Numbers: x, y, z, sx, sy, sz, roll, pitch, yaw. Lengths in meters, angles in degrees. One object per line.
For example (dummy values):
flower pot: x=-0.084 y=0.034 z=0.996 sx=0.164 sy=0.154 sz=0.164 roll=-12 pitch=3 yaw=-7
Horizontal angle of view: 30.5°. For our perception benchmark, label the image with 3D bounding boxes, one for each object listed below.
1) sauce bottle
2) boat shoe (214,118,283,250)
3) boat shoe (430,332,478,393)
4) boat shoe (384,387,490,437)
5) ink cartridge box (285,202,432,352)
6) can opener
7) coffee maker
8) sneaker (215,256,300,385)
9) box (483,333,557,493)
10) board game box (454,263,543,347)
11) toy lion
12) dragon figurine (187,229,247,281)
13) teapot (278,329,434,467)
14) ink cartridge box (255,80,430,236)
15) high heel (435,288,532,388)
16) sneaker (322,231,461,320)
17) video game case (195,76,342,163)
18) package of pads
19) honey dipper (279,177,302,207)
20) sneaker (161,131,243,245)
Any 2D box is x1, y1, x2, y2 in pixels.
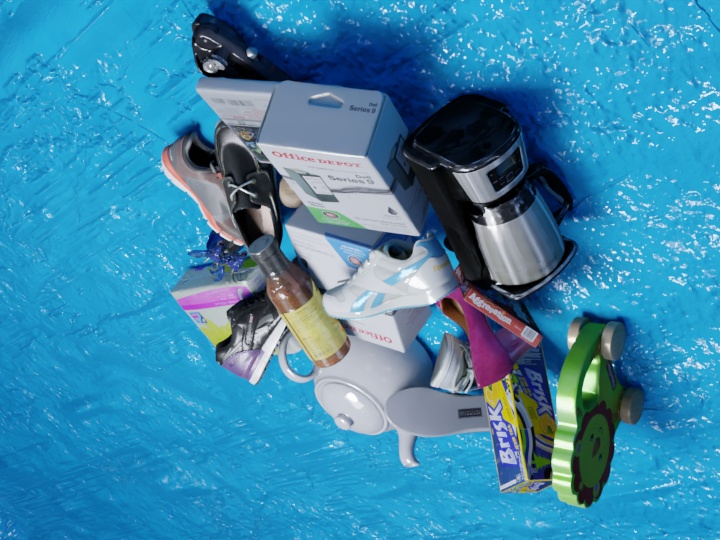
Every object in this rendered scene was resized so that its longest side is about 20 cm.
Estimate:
sauce bottle: x=-0.083 y=0.040 z=1.764 sx=0.066 sy=0.066 sz=0.201 roll=0 pitch=132 yaw=41
boat shoe: x=-0.146 y=-0.107 z=1.750 sx=0.071 sy=0.068 sz=0.202 roll=-10 pitch=113 yaw=10
boat shoe: x=0.136 y=0.131 z=1.784 sx=0.064 sy=0.075 sz=0.202 roll=14 pitch=172 yaw=10
boat shoe: x=0.128 y=0.203 z=1.867 sx=0.198 sy=0.069 sz=0.057 roll=2 pitch=167 yaw=-9
ink cartridge box: x=0.000 y=0.000 z=1.768 sx=0.144 sy=0.084 sz=0.201 roll=16 pitch=143 yaw=31
can opener: x=-0.121 y=-0.238 z=1.602 sx=0.199 sy=0.079 sz=0.063 roll=35 pitch=148 yaw=-18
coffee maker: x=0.130 y=-0.086 z=1.510 sx=0.191 sy=0.135 sz=0.201 roll=4 pitch=135 yaw=39
sneaker: x=-0.144 y=0.061 z=1.890 sx=0.087 sy=0.201 sz=0.076 roll=26 pitch=-169 yaw=-6
box: x=0.208 y=0.183 z=1.722 sx=0.064 sy=0.202 sz=0.070 roll=3 pitch=157 yaw=-26
board game box: x=0.166 y=0.039 z=1.617 sx=0.102 sy=0.020 sz=0.200 roll=35 pitch=-172 yaw=-5
toy lion: x=0.285 y=0.189 z=1.662 sx=0.068 sy=0.192 sz=0.201 roll=8 pitch=138 yaw=33
dragon figurine: x=-0.208 y=-0.025 z=1.905 sx=0.059 sy=0.100 sz=0.199 roll=44 pitch=151 yaw=-14
teapot: x=0.001 y=0.166 z=1.923 sx=0.198 sy=0.146 sz=0.198 roll=12 pitch=140 yaw=31
ink cartridge box: x=-0.013 y=-0.127 z=1.524 sx=0.145 sy=0.085 sz=0.200 roll=9 pitch=159 yaw=25
high heel: x=0.127 y=0.074 z=1.703 sx=0.199 sy=0.096 sz=0.068 roll=32 pitch=154 yaw=47
sneaker: x=0.030 y=0.008 z=1.630 sx=0.199 sy=0.076 sz=0.081 roll=-15 pitch=102 yaw=37
video game case: x=-0.076 y=-0.176 z=1.610 sx=0.198 sy=0.024 sz=0.182 roll=7 pitch=158 yaw=27
package of pads: x=-0.177 y=0.062 z=2.017 sx=0.199 sy=0.068 sz=0.155 roll=-8 pitch=127 yaw=47
honey dipper: x=-0.082 y=-0.120 z=1.674 sx=0.038 sy=0.038 sz=0.200 roll=33 pitch=168 yaw=1
sneaker: x=-0.183 y=-0.111 z=1.808 sx=0.200 sy=0.077 sz=0.082 roll=40 pitch=137 yaw=-12
